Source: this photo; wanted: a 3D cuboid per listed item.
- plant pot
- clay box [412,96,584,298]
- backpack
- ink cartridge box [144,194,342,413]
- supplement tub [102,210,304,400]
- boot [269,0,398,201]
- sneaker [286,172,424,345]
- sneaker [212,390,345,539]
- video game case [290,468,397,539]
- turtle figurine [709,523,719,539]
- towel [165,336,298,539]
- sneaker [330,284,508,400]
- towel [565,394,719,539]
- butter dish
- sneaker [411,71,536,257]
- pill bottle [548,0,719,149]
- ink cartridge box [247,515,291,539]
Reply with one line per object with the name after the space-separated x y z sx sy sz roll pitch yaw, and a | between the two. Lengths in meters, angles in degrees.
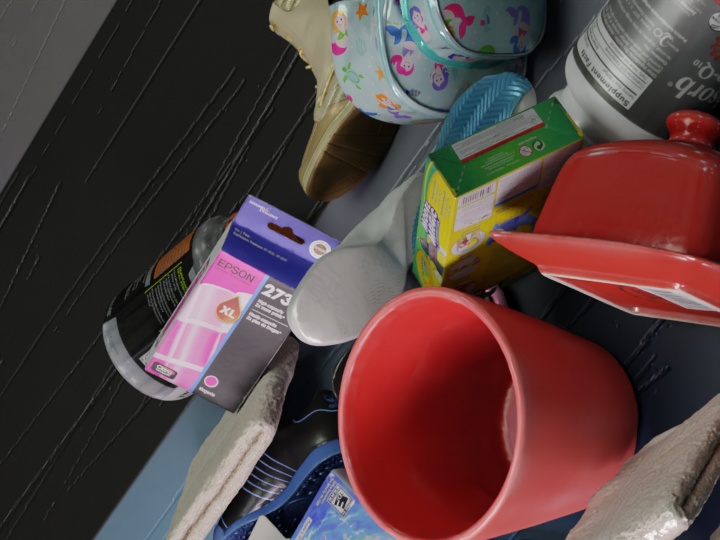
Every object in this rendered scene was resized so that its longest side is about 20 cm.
0.110 0.119 1.532 0.200 0.177 0.201 -7 79 44 | plant pot
0.102 -0.042 1.506 0.048 0.115 0.200 57 162 23 | clay box
0.064 -0.221 1.619 0.150 0.177 0.200 6 94 49 | backpack
-0.105 0.032 1.726 0.200 0.095 0.037 -56 14 28 | ink cartridge box
-0.141 0.028 1.828 0.200 0.122 0.123 -37 62 36 | supplement tub
-0.031 -0.179 1.777 0.155 0.073 0.200 38 110 40 | boot
0.000 0.000 1.675 0.075 0.200 0.088 51 148 -9 | sneaker
-0.071 0.189 1.788 0.200 0.070 0.078 -42 47 31 | sneaker
-0.006 0.300 1.631 0.181 0.045 0.200 41 109 37 | video game case
0.334 0.143 1.339 0.200 0.144 0.194 44 119 42 | turtle figurine
-0.117 0.166 1.795 0.200 0.034 0.133 -55 13 34 | towel
0.032 0.063 1.675 0.200 0.095 0.079 -34 66 38 | sneaker
0.213 0.160 1.419 0.034 0.200 0.133 48 124 0 | towel
0.232 -0.046 1.432 0.199 0.200 0.148 9 81 44 | butter dish
0.107 -0.077 1.599 0.077 0.081 0.200 -114 35 -44 | sneaker
0.230 -0.163 1.491 0.200 0.116 0.116 -52 53 28 | pill bottle
-0.032 0.316 1.728 0.200 0.067 0.117 40 111 39 | ink cartridge box
